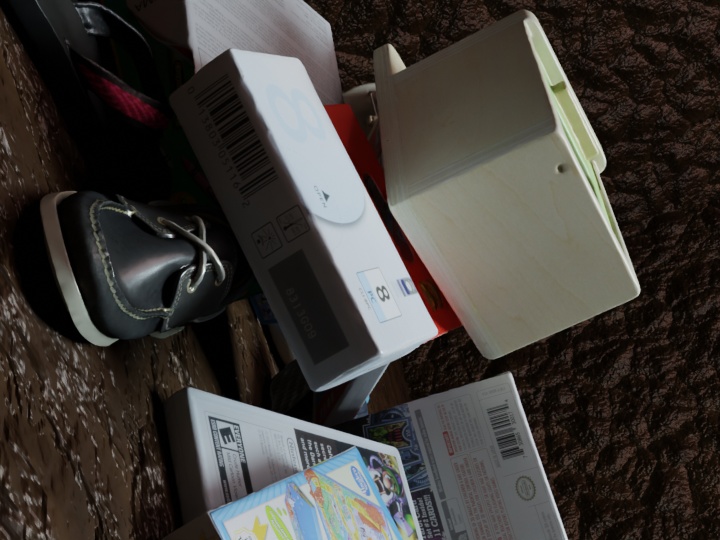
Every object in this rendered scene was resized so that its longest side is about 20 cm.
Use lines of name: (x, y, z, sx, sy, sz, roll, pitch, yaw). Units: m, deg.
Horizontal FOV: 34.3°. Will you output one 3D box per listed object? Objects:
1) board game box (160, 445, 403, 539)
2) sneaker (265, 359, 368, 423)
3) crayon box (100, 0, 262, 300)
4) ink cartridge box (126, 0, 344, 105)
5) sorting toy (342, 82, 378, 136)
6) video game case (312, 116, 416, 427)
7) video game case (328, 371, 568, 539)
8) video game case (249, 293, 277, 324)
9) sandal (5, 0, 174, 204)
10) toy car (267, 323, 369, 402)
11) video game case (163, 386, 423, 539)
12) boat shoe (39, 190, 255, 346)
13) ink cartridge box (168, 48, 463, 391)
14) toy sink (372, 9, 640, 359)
board game box: (0.001, 0.190, 0.535, 0.134, 0.034, 0.201, -8, 67, -62)
sneaker: (-0.011, 0.144, 0.892, 0.147, 0.076, 0.203, 60, 16, -15)
crayon box: (-0.109, -0.089, 0.773, 0.119, 0.058, 0.202, 60, 13, -74)
ink cartridge box: (-0.067, -0.108, 0.694, 0.162, 0.057, 0.202, 33, 42, -48)
sorting toy: (-0.038, -0.090, 1.005, 0.200, 0.178, 0.108, -98, -168, -67)
video game case: (0.000, 0.000, 0.793, 0.201, 0.017, 0.144, -91, -157, -44)
video game case: (0.036, 0.178, 0.698, 0.036, 0.179, 0.202, 73, 0, -59)
video game case: (-0.015, -0.029, 0.917, 0.018, 0.198, 0.144, -59, 135, -53)
sandal: (-0.129, -0.103, 0.597, 0.201, 0.045, 0.076, 68, 3, -51)
toy car: (0.015, 0.020, 1.074, 0.177, 0.198, 0.186, 51, 21, -82)
video game case: (-0.015, 0.169, 0.596, 0.181, 0.023, 0.202, 25, 40, -47)
boat shoe: (-0.093, -0.008, 0.537, 0.200, 0.067, 0.073, 24, 48, -83)
ink cartridge box: (0.000, -0.033, 0.626, 0.161, 0.047, 0.200, 62, 26, 7)
toy sink: (0.089, -0.071, 0.731, 0.131, 0.111, 0.201, 56, 18, -32)
